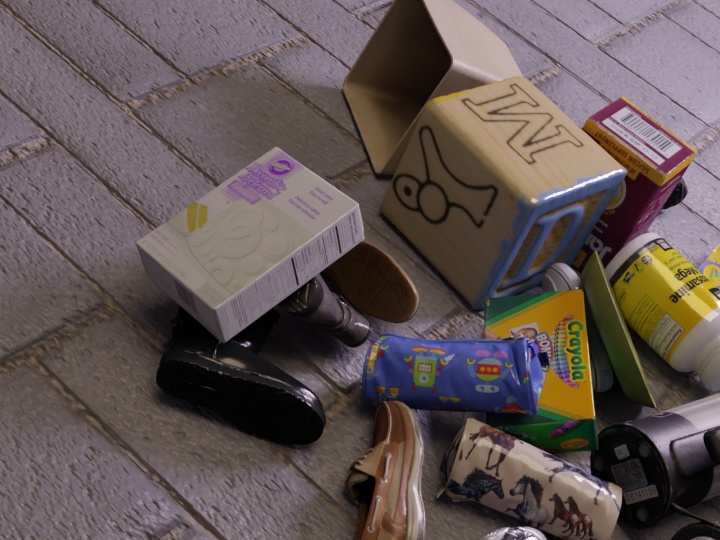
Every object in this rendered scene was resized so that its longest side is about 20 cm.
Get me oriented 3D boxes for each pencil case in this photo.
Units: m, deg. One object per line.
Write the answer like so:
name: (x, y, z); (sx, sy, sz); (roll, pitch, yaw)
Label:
pencil case: (0.183, 0.235, 1.377); (0.199, 0.090, 0.078); (24, 11, -1)
pencil case: (0.101, 0.110, 1.407); (0.199, 0.087, 0.078); (0, -1, 15)

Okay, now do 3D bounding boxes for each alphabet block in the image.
alphabet block: (0.177, -0.101, 1.654); (0.196, 0.196, 0.200); (-19, 57, -42)

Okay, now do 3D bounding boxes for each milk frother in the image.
milk frother: (0.387, 0.249, 1.440); (0.187, 0.180, 0.201); (-11, 94, -34)

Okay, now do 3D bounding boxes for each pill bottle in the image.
pill bottle: (0.406, 0.054, 1.656); (0.112, 0.113, 0.200); (-21, 57, -40)

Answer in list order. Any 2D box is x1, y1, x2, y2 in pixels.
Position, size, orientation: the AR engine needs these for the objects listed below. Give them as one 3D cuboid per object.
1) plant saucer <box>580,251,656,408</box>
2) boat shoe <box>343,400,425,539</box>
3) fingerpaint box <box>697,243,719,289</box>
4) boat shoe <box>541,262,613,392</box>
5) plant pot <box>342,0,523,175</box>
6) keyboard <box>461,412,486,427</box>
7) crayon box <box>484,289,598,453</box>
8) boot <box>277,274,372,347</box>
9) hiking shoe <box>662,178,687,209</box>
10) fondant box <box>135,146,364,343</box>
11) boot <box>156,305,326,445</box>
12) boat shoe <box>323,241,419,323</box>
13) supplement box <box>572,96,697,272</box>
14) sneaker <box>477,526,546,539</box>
plant saucer: (0.305, 0.075, 1.562); (0.031, 0.200, 0.201); (-21, 44, 12)
boat shoe: (0.023, 0.211, 1.327); (0.071, 0.076, 0.201); (11, 40, -12)
fingerpaint box: (0.536, 0.038, 1.769); (0.167, 0.074, 0.200); (37, 41, 14)
boat shoe: (0.248, 0.067, 1.593); (0.066, 0.074, 0.200); (-9, 41, -7)
plant pot: (0.117, -0.249, 1.798); (0.176, 0.200, 0.201); (12, 40, -32)
keyboard: (0.163, 0.128, 1.538); (0.056, 0.011, 0.200); (28, 40, -5)
crayon box: (0.203, 0.115, 1.478); (0.118, 0.058, 0.201); (-6, 43, 10)
boot: (-0.078, 0.011, 1.481); (0.132, 0.070, 0.200); (37, 11, -51)
hiking shoe: (0.385, -0.156, 1.905); (0.199, 0.076, 0.101); (17, 44, -8)
fondant box: (-0.117, -0.032, 1.388); (0.200, 0.058, 0.144); (-36, 52, -24)
boot: (-0.119, 0.089, 1.396); (0.197, 0.074, 0.163); (22, 34, -6)
boat shoe: (0.000, 0.000, 1.542); (0.200, 0.072, 0.072); (31, 6, 31)
supplement box: (0.330, -0.107, 1.726); (0.131, 0.200, 0.103); (39, 42, 17)
sneaker: (0.119, 0.326, 1.250); (0.199, 0.075, 0.115); (-14, 53, -30)
